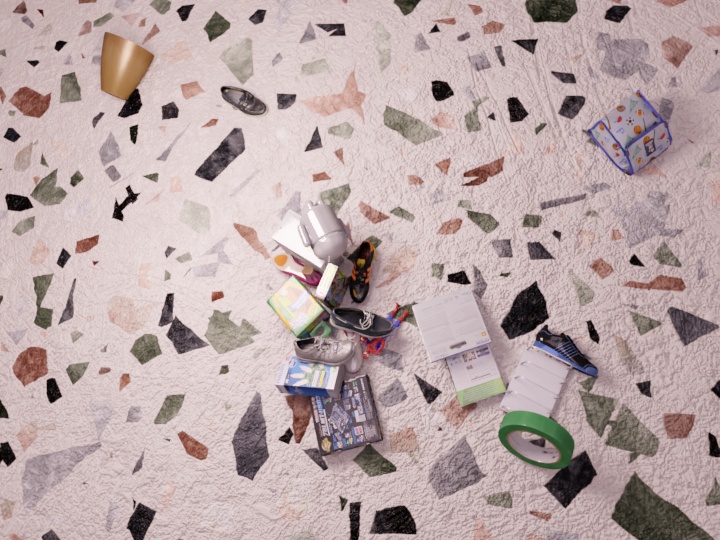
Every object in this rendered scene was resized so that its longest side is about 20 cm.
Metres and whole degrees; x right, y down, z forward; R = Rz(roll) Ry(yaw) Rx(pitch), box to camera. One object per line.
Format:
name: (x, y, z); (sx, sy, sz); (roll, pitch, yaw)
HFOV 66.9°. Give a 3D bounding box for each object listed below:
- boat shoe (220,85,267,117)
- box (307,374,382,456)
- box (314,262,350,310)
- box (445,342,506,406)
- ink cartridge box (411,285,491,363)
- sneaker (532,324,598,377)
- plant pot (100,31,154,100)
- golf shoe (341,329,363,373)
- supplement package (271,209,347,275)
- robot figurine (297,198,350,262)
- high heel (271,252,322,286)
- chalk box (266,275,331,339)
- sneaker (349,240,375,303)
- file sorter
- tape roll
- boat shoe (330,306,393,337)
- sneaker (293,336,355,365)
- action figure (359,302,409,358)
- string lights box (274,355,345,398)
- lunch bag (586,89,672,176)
boat shoe: (-0.431, -0.626, 1.993); (0.197, 0.066, 0.075); (32, 82, 16)
box: (-0.048, 0.441, 1.664); (0.195, 0.050, 0.204); (-18, 72, 7)
box: (-0.085, 0.056, 1.691); (0.034, 0.200, 0.112); (21, 81, 14)
box: (0.337, 0.290, 1.645); (0.142, 0.036, 0.204); (-18, 72, 5)
ink cartridge box: (0.275, 0.168, 1.659); (0.193, 0.043, 0.203); (-18, 59, 4)
sneaker: (0.609, 0.234, 1.594); (0.198, 0.070, 0.079); (30, 87, 16)
plant pot: (-0.904, -0.759, 2.064); (0.184, 0.186, 0.203); (22, 93, 14)
golf shoe: (-0.033, 0.217, 1.699); (0.074, 0.092, 0.204); (-6, 76, 6)
supplement package: (-0.161, -0.082, 1.761); (0.198, 0.156, 0.112); (30, 81, 16)
robot figurine: (-0.108, -0.114, 1.620); (0.167, 0.113, 0.202); (-14, 68, -33)
high heel: (-0.207, 0.002, 1.815); (0.197, 0.096, 0.068); (13, 65, 33)
chalk box: (-0.178, 0.138, 1.725); (0.125, 0.124, 0.200); (-44, 73, -3)
sneaker: (0.000, 0.000, 1.747); (0.069, 0.090, 0.204); (9, 77, 12)
file sorter: (0.504, 0.333, 1.559); (0.137, 0.125, 0.203); (25, 81, 14)
tape roll: (0.478, 0.464, 1.491); (0.198, 0.202, 0.048); (24, 53, 15)
boat shoe: (0.007, 0.148, 1.637); (0.196, 0.062, 0.076); (15, 57, -1)
sneaker: (-0.113, 0.237, 1.640); (0.196, 0.083, 0.076); (-7, 50, 14)
action figure: (0.067, 0.189, 1.688); (0.065, 0.099, 0.201); (36, 87, 17)
string lights box: (-0.154, 0.326, 1.676); (0.196, 0.059, 0.104); (0, 51, 18)
lunch bag: (0.846, -0.421, 1.696); (0.169, 0.124, 0.202); (-35, 87, 0)
